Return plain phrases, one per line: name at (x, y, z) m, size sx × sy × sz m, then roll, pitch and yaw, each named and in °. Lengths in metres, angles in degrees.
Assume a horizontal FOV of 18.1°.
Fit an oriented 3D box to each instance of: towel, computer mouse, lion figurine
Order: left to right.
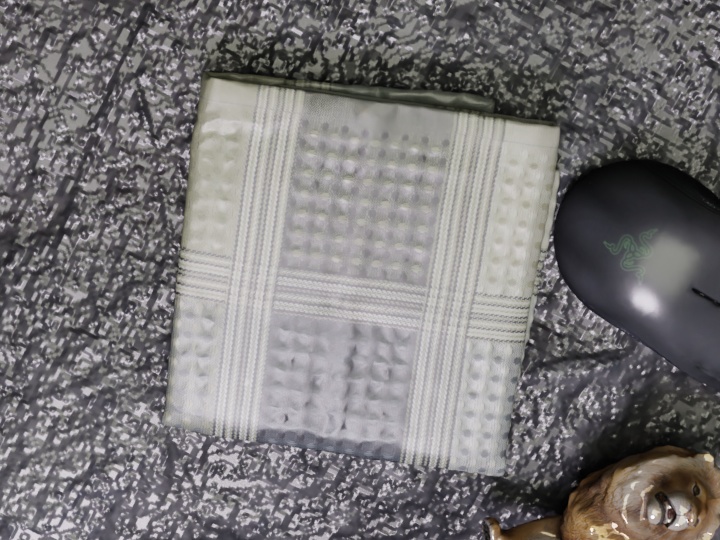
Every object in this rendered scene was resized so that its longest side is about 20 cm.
towel at (0.000, 0.000, 1.174) m, size 0.191 × 0.035 × 0.202 m, roll 8°, pitch 107°, yaw -3°
lion figurine at (0.129, 0.186, 1.219) m, size 0.121 × 0.073 × 0.201 m, roll -5°, pitch 121°, yaw -16°
computer mouse at (0.194, 0.011, 1.175) m, size 0.199 × 0.053 × 0.139 m, roll 25°, pitch 104°, yaw -10°
